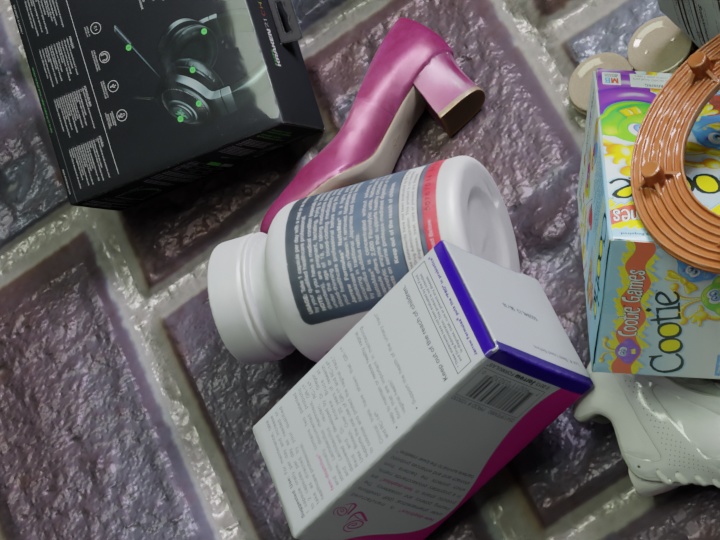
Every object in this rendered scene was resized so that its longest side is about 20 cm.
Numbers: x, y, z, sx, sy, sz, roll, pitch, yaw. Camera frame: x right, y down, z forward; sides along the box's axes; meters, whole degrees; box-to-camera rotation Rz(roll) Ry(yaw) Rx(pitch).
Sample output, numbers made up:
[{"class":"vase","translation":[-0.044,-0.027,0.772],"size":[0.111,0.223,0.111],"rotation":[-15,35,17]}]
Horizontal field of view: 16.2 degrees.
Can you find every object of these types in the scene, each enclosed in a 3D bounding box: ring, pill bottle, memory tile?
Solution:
[{"class":"ring","translation":[0.249,-0.085,1.498],"size":[0.200,0.019,0.201],"rotation":[-19,46,21]},{"class":"pill bottle","translation":[0.000,0.000,1.765],"size":[0.199,0.120,0.120],"rotation":[-14,56,21]},{"class":"memory tile","translation":[0.251,-0.133,1.769],"size":[0.199,0.017,0.154],"rotation":[-31,52,9]}]

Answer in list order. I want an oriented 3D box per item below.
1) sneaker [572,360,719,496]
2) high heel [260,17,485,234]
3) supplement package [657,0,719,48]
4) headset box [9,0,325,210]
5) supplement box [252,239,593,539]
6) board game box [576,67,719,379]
[{"class":"sneaker","translation":[0.220,0.112,1.617],"size":[0.200,0.078,0.100],"rotation":[35,106,33]},{"class":"high heel","translation":[-0.010,-0.103,1.860],"size":[0.200,0.067,0.096],"rotation":[-40,60,-4]},{"class":"supplement package","translation":[0.317,-0.213,1.675],"size":[0.191,0.147,0.200],"rotation":[-33,51,-7]},{"class":"headset box","translation":[-0.141,-0.160,1.915],"size":[0.199,0.093,0.175],"rotation":[-21,82,18]},{"class":"supplement box","translation":[0.038,0.091,1.667],"size":[0.200,0.101,0.104],"rotation":[-45,47,23]},{"class":"board game box","translation":[0.198,-0.032,1.620],"size":[0.102,0.105,0.200],"rotation":[4,35,-1]}]
